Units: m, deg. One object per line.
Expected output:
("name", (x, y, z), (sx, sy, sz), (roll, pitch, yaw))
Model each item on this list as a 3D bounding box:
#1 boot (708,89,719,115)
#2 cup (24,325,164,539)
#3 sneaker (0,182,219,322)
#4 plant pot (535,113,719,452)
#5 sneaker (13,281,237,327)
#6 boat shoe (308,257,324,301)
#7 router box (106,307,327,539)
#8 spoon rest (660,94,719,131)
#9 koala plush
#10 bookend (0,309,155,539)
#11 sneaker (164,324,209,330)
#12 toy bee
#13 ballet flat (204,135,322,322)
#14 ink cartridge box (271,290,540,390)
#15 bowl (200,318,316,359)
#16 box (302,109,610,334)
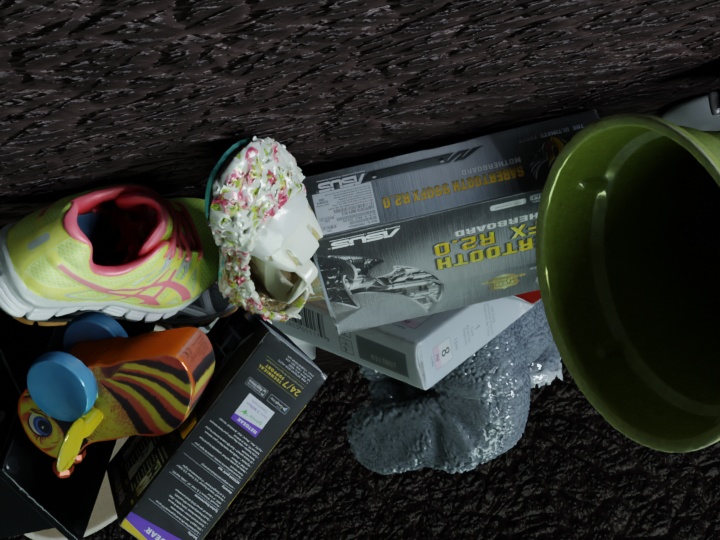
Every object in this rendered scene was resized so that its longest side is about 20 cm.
("boot", (0.325, -0.111, 1.209), (0.173, 0.070, 0.199), (-5, 174, -45))
("cup", (-0.257, 0.102, 1.714), (0.143, 0.202, 0.199), (32, -159, 34))
("sneaker", (-0.136, -0.017, 1.283), (0.090, 0.079, 0.199), (-33, 168, 36))
("plant pot", (0.239, -0.009, 1.267), (0.183, 0.202, 0.200), (-13, 177, -34))
("sneaker", (-0.149, -0.002, 1.388), (0.198, 0.079, 0.077), (-10, 167, -3))
("boat shoe", (0.000, 0.000, 1.506), (0.199, 0.076, 0.072), (-18, -155, 32))
("router box", (-0.102, 0.104, 1.409), (0.158, 0.052, 0.200), (-52, -169, -1))
("spoon rest", (0.270, -0.092, 1.421), (0.099, 0.061, 0.200), (-15, 159, 26))
("koala plush", (0.097, 0.056, 1.705), (0.183, 0.179, 0.200), (3, -153, 39))
("bookend", (-0.273, 0.104, 1.512), (0.199, 0.200, 0.092), (-14, 134, 32))
("sneaker", (-0.132, 0.011, 1.529), (0.080, 0.075, 0.200), (-11, 175, 0))
("toy bee", (-0.178, 0.083, 1.367), (0.199, 0.109, 0.131), (16, -141, 42))
("ballet flat", (-0.052, -0.021, 1.257), (0.076, 0.064, 0.200), (-50, 169, -14))
("ink cartridge box", (0.050, 0.005, 1.598), (0.162, 0.057, 0.200), (19, -136, 39))
("bowl", (-0.088, 0.036, 1.744), (0.199, 0.095, 0.201), (-10, 175, -1))
("box", (0.066, -0.028, 1.375), (0.198, 0.049, 0.159), (-12, 155, 0))
